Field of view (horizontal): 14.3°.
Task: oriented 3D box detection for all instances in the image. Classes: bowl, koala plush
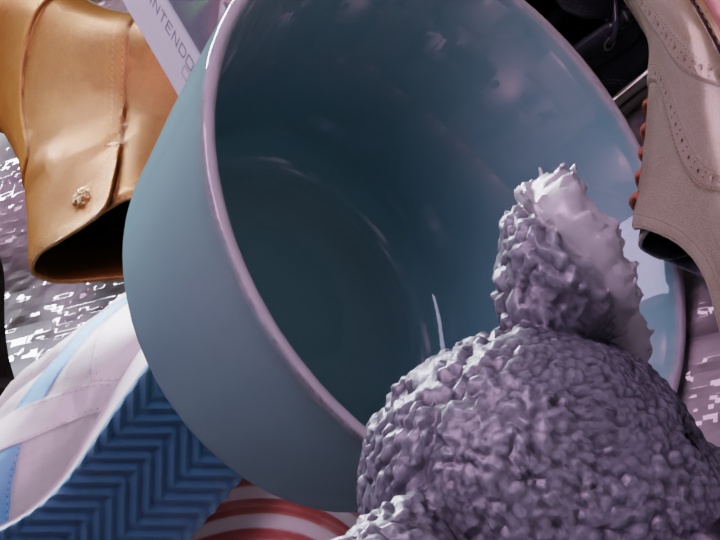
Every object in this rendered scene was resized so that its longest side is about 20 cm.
[{"bbox_3d":[0.000,0.000,0.946,0.105,0.201,0.201,-31,37,43],"label":"bowl"},{"bbox_3d":[0.065,0.086,0.787,0.184,0.200,0.177,12,64,45],"label":"koala plush"}]

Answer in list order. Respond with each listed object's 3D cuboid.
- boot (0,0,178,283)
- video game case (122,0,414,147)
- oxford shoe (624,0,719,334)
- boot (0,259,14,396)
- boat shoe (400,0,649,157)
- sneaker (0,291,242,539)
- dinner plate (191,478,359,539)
[{"bbox_3d":[-0.127,-0.054,1.169,0.201,0.071,0.144,-13,47,25],"label":"boot"},{"bbox_3d":[-0.032,-0.137,1.046,0.182,0.023,0.200,59,140,33],"label":"video game case"},{"bbox_3d":[0.112,-0.045,0.948,0.074,0.071,0.200,-35,51,16],"label":"oxford shoe"},{"bbox_3d":[-0.179,0.026,1.114,0.075,0.074,0.200,-34,60,27],"label":"boot"},{"bbox_3d":[0.081,-0.098,1.047,0.200,0.062,0.075,-45,38,-5],"label":"boat shoe"},{"bbox_3d":[-0.114,0.088,1.005,0.200,0.077,0.081,-43,27,-7],"label":"sneaker"},{"bbox_3d":[-0.060,0.153,0.967,0.200,0.024,0.200,-22,43,22],"label":"dinner plate"}]
